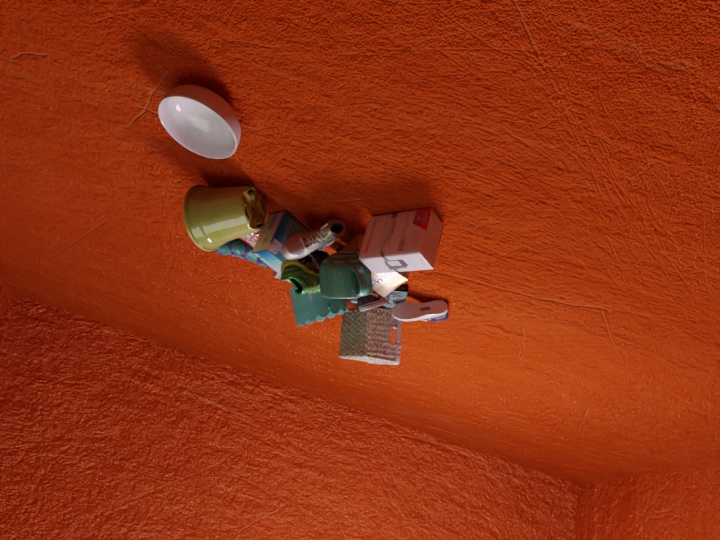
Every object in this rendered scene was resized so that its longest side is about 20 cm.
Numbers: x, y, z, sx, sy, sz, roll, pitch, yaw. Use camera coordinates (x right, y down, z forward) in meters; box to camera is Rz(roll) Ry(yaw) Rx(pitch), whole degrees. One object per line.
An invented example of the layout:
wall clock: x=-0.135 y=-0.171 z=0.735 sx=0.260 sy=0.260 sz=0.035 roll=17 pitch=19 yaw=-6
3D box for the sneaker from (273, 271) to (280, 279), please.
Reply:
sneaker: x=-0.232 y=-0.003 z=1.883 sx=0.113 sy=0.073 sz=0.200 roll=21 pitch=163 yaw=-14

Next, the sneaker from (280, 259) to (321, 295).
sneaker: x=-0.159 y=0.042 z=1.584 sx=0.199 sy=0.084 sz=0.074 roll=28 pitch=154 yaw=-28

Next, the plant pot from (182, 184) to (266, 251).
plant pot: x=-0.385 y=-0.170 z=1.560 sx=0.182 sy=0.202 sz=0.201 roll=-8 pitch=145 yaw=21

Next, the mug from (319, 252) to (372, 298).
mug: x=-0.030 y=0.010 z=1.517 sx=0.183 sy=0.116 sz=0.152 roll=2 pitch=-170 yaw=30

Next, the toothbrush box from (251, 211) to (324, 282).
toothbrush box: x=-0.222 y=-0.065 z=1.665 sx=0.085 sy=0.148 sz=0.200 roll=-3 pitch=145 yaw=41

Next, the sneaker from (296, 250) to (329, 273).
sneaker: x=-0.141 y=-0.033 z=1.646 sx=0.066 sy=0.091 sz=0.200 roll=-33 pitch=119 yaw=32

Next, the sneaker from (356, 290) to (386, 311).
sneaker: x=0.036 y=0.087 z=1.753 sx=0.078 sy=0.080 sz=0.200 roll=-18 pitch=174 yaw=11

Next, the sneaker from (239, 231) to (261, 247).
sneaker: x=-0.334 y=-0.120 z=1.724 sx=0.200 sy=0.068 sz=0.108 roll=27 pitch=154 yaw=-11

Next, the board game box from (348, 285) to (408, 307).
board game box: x=0.060 y=0.086 z=1.852 sx=0.197 sy=0.028 sz=0.136 roll=5 pitch=151 yaw=-3

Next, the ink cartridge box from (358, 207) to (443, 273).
ink cartridge box: x=0.110 y=-0.078 z=1.440 sx=0.198 sy=0.147 sz=0.083 roll=-5 pitch=146 yaw=37

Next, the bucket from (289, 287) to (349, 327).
bucket: x=-0.149 y=0.108 z=1.871 sx=0.205 sy=0.136 sz=0.207 roll=-16 pitch=174 yaw=-2

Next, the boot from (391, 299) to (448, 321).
boot: x=0.211 y=0.155 z=1.859 sx=0.197 sy=0.074 sz=0.091 roll=-4 pitch=152 yaw=12

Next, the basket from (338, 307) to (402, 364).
basket: x=0.037 y=0.240 z=1.955 sx=0.159 sy=0.201 sz=0.199 roll=12 pitch=167 yaw=-33

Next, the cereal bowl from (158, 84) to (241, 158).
cereal bowl: x=-0.376 y=-0.368 z=1.275 sx=0.198 sy=0.084 sz=0.201 roll=15 pitch=153 yaw=8

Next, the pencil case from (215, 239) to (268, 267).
pencil case: x=-0.395 y=-0.071 z=1.830 sx=0.198 sy=0.085 sz=0.093 roll=16 pitch=125 yaw=6

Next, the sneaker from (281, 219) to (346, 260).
sneaker: x=-0.132 y=-0.098 z=1.546 sx=0.115 sy=0.199 sz=0.074 roll=-32 pitch=86 yaw=51

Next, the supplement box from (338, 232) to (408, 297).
supplement box: x=0.039 y=-0.015 z=1.650 sx=0.199 sy=0.074 sz=0.126 roll=30 pitch=135 yaw=-22

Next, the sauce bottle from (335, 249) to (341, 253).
sauce bottle: x=0.000 y=0.000 z=1.745 sx=0.198 sy=0.067 sz=0.066 roll=27 pitch=152 yaw=-21
